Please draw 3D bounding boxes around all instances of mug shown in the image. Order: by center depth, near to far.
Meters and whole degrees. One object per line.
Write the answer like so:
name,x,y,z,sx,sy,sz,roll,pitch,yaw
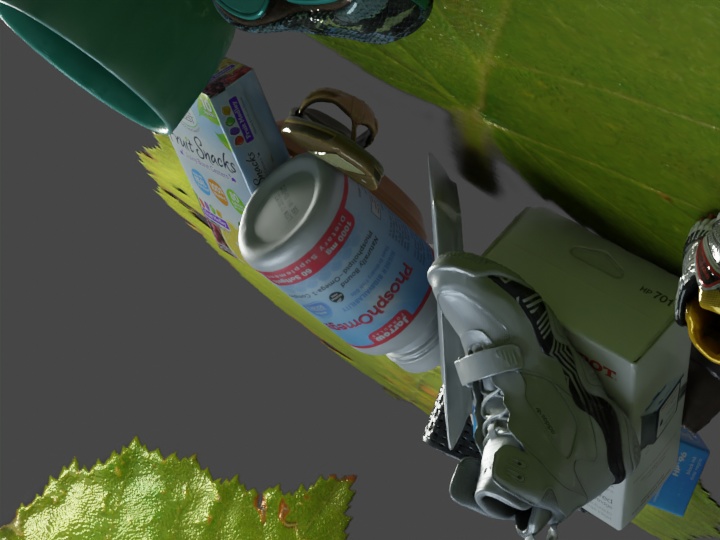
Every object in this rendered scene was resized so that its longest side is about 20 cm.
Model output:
mug,-0.172,-0.195,1.133,0.185,0.115,0.152,39,171,-27

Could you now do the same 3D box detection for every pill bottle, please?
pill bottle,0.000,0.000,1.355,0.200,0.109,0.108,40,170,-34

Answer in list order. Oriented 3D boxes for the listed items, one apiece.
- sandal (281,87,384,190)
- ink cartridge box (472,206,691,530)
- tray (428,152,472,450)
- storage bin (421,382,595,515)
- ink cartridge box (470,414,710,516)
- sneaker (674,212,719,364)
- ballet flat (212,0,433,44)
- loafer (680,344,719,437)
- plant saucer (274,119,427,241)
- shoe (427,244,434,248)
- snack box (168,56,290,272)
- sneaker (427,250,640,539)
sandal,-0.016,-0.109,1.244,0.080,0.054,0.200,32,-173,-10
ink cartridge box,0.159,0.073,1.201,0.146,0.086,0.201,30,148,29
tray,0.068,0.022,1.231,0.022,0.202,0.108,-4,-157,1
storage bin,0.171,0.156,1.618,0.198,0.095,0.135,21,-173,7
ink cartridge box,0.202,0.140,1.474,0.198,0.069,0.116,21,-170,-5
sneaker,0.207,0.013,0.931,0.077,0.083,0.200,32,172,14
ballet flat,-0.024,-0.160,0.934,0.074,0.075,0.200,39,174,-31
loafer,0.217,0.080,1.302,0.073,0.071,0.200,38,171,-23
plant saucer,-0.017,-0.075,1.472,0.199,0.038,0.200,35,172,5
shoe,0.084,0.025,1.530,0.091,0.072,0.200,35,179,-20
snack box,-0.108,-0.091,1.413,0.142,0.053,0.202,27,146,52
sneaker,0.095,0.089,1.099,0.201,0.115,0.075,51,149,-5
